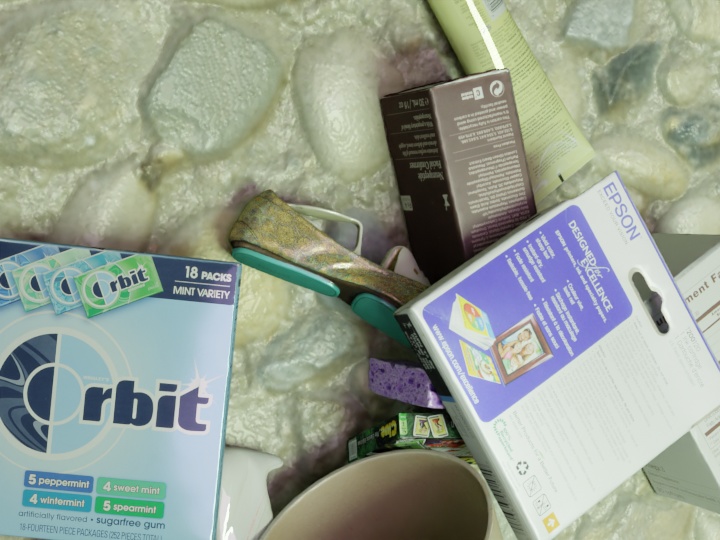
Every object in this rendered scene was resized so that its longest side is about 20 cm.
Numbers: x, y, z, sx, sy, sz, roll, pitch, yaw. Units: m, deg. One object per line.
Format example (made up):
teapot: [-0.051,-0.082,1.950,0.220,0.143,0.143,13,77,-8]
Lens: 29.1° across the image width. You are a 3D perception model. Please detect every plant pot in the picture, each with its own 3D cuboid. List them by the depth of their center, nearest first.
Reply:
plant pot: [0.041,0.266,0.989,0.187,0.187,0.201,-36,120,-17]

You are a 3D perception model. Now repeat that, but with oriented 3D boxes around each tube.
tube: [0.115,-0.152,1.098,0.058,0.052,0.201,-26,109,21]

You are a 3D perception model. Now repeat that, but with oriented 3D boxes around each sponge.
sponge: [0.117,0.091,1.073,0.198,0.111,0.030,5,89,-22]

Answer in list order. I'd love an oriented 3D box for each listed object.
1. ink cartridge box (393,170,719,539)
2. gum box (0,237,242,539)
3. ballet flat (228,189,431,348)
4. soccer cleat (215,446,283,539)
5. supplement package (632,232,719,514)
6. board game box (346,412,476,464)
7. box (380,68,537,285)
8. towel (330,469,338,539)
ink cartridge box: [0.150,0.062,1.004,0.199,0.043,0.199,-32,98,-20]
gum box: [-0.175,0.086,0.962,0.168,0.045,0.202,6,90,-3]
ballet flat: [0.000,0.000,1.031,0.199,0.071,0.071,27,82,-5]
soccer cleat: [-0.089,0.231,1.021,0.077,0.069,0.202,0,90,-25]
supplement package: [0.271,0.082,1.133,0.117,0.117,0.201,-35,104,-17]
board game box: [0.099,0.132,1.072,0.198,0.105,0.024,3,73,-22]
box: [0.082,-0.045,1.059,0.074,0.100,0.202,-16,98,-20]
towel: [0.011,0.264,1.078,0.147,0.036,0.202,16,87,-21]
